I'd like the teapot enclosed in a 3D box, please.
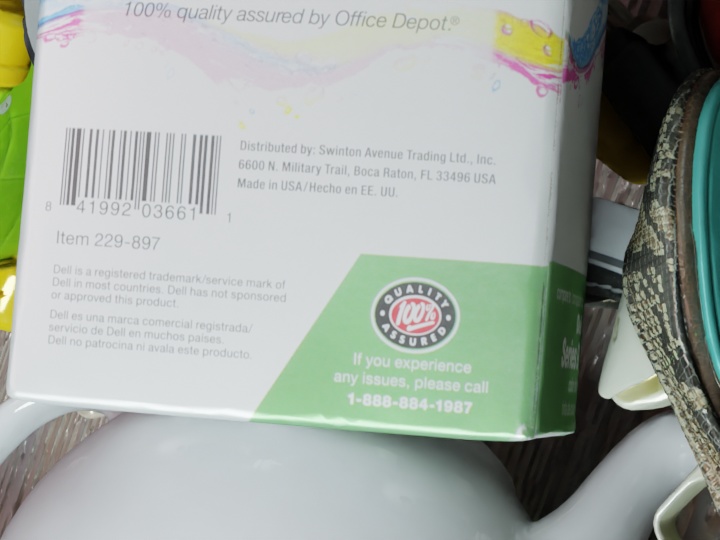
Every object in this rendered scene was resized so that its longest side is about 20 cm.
[{"bbox_3d":[-0.022,0.092,0.788,0.197,0.199,0.147,136,152,-59],"label":"teapot"}]

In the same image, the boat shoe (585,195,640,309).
[{"bbox_3d":[0.000,0.000,0.775,0.199,0.069,0.057,5,82,27],"label":"boat shoe"}]

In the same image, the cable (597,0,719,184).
[{"bbox_3d":[0.124,-0.024,0.757,0.097,0.050,0.201,-44,58,23],"label":"cable"}]

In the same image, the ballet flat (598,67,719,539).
[{"bbox_3d":[0.105,0.048,0.688,0.075,0.068,0.201,-31,71,42],"label":"ballet flat"}]

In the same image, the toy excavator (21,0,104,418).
[{"bbox_3d":[-0.068,-0.023,0.927,0.194,0.099,0.201,27,121,56],"label":"toy excavator"}]

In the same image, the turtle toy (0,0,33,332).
[{"bbox_3d":[-0.152,-0.056,1.010,0.101,0.200,0.146,31,107,23],"label":"turtle toy"}]

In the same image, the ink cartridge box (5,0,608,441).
[{"bbox_3d":[-0.009,-0.059,0.692,0.144,0.087,0.201,4,89,14],"label":"ink cartridge box"}]
